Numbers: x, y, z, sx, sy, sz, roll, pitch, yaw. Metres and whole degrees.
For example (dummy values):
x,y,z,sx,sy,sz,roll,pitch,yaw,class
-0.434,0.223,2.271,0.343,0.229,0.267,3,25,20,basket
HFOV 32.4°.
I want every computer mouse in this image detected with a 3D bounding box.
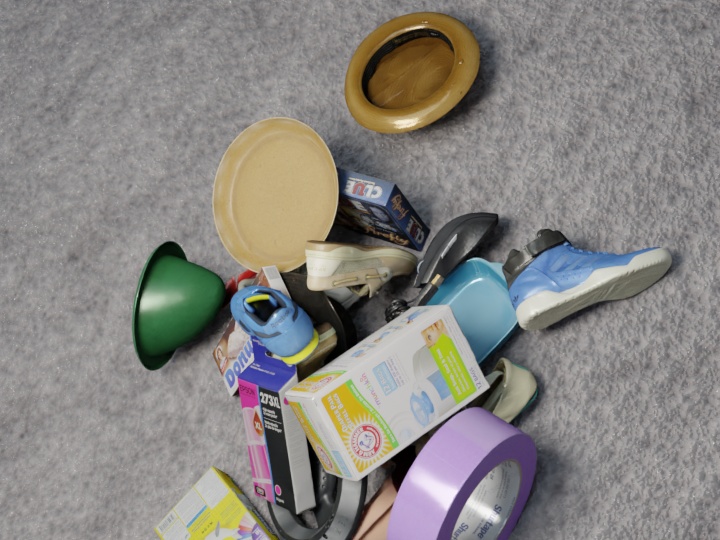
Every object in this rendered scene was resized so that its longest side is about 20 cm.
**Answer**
x,y,z,sx,sy,sz,roll,pitch,yaw,class
0.096,-0.011,1.555,0.200,0.140,0.046,-44,93,2,computer mouse

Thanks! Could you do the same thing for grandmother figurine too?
x,y,z,sx,sy,sz,roll,pitch,yaw,class
0.052,0.257,1.459,0.201,0.060,0.122,-56,50,23,grandmother figurine

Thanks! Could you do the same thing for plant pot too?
x,y,z,sx,sy,sz,roll,pitch,yaw,class
-0.106,-0.095,1.603,0.197,0.027,0.204,-3,85,30,plant pot

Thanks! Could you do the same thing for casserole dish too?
x,y,z,sx,sy,sz,roll,pitch,yaw,class
0.123,0.077,1.561,0.200,0.039,0.121,-45,57,1,casserole dish

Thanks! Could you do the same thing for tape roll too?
x,y,z,sx,sy,sz,roll,pitch,yaw,class
0.116,0.258,1.387,0.065,0.200,0.202,28,82,32,tape roll

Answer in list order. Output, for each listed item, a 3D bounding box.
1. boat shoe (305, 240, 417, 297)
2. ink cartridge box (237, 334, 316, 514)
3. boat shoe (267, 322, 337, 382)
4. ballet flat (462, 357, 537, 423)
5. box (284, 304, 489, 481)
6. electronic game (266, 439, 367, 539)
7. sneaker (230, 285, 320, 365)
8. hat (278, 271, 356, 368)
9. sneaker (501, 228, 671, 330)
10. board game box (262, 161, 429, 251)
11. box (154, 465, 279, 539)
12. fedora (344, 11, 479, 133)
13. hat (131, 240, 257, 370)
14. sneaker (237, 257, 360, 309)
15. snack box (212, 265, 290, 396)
x,y,z,sx,sy,sz,roll,pitch,yaw,class
0.000,0.000,1.559,0.071,0.199,0.066,6,92,36,boat shoe
-0.103,0.184,1.486,0.094,0.037,0.204,10,110,52,ink cartridge box
-0.074,0.126,1.521,0.071,0.200,0.077,-21,81,-30,boat shoe
0.130,0.189,1.488,0.069,0.070,0.201,36,83,33,ballet flat
0.029,0.138,1.419,0.198,0.101,0.114,-31,99,-21,box
-0.057,0.255,1.526,0.198,0.041,0.204,-15,71,49,electronic game
-0.114,0.043,1.459,0.066,0.079,0.200,-42,28,-9,sneaker
-0.054,0.096,1.598,0.199,0.080,0.204,15,111,44,hat
0.268,-0.014,1.499,0.197,0.077,0.113,-23,62,6,sneaker
-0.019,-0.093,1.645,0.198,0.136,0.035,18,74,31,board game box
-0.163,0.360,1.569,0.117,0.048,0.200,-46,55,1,box
0.076,-0.259,1.706,0.197,0.082,0.204,-9,62,17,fedora
-0.191,0.047,1.664,0.173,0.165,0.204,8,87,16,hat
-0.075,0.014,1.641,0.198,0.100,0.079,-26,45,12,sneaker
-0.141,0.081,1.617,0.073,0.024,0.201,61,141,25,snack box
